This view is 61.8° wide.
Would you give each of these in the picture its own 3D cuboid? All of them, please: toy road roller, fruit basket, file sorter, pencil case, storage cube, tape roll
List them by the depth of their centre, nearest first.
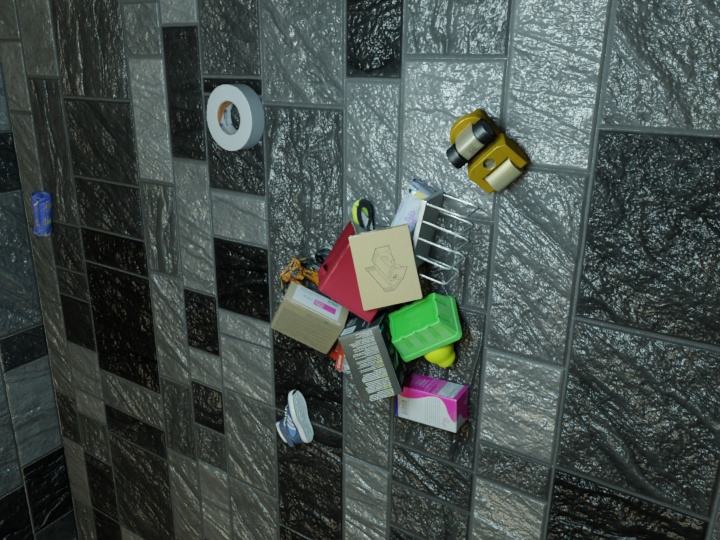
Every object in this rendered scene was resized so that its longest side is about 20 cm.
[{"bbox_3d":[0.307,-0.307,1.487,0.198,0.148,0.122,33,129,-24],"label":"toy road roller"},{"bbox_3d":[0.217,-0.084,1.589,0.122,0.138,0.205,23,116,22],"label":"file sorter"},{"bbox_3d":[0.133,-0.145,1.653,0.082,0.090,0.204,34,121,20],"label":"pencil case"},{"bbox_3d":[0.000,0.000,1.669,0.197,0.171,0.182,32,102,-13],"label":"storage cube"},{"bbox_3d":[0.200,0.179,1.699,0.214,0.212,0.159,-36,46,35],"label":"fruit basket"},{"bbox_3d":[-0.399,-0.488,1.915,0.196,0.066,0.206,11,111,30],"label":"tape roll"},{"bbox_3d":[-1.405,-0.248,2.650,0.076,0.087,0.205,10,115,-5],"label":"pencil case"}]

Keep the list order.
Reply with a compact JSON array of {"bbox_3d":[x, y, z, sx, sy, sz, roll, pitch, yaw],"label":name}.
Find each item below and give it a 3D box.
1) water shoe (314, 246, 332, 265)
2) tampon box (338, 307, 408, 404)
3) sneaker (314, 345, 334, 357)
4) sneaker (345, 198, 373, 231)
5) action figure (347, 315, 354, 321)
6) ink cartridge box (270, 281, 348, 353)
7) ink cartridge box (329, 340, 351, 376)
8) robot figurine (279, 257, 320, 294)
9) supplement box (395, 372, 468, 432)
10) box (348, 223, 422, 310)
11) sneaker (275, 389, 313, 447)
[{"bbox_3d":[-0.059,0.005,1.834,0.198,0.078,0.073,34,121,20],"label":"water shoe"},{"bbox_3d":[0.040,0.238,1.686,0.123,0.150,0.205,-17,100,16],"label":"tampon box"},{"bbox_3d":[-0.131,0.170,1.940,0.116,0.074,0.206,-127,30,-61],"label":"sneaker"},{"bbox_3d":[-0.003,-0.114,1.776,0.080,0.073,0.206,18,118,50],"label":"sneaker"},{"bbox_3d":[-0.026,0.173,1.858,0.197,0.098,0.067,28,117,26],"label":"action figure"},{"bbox_3d":[-0.152,0.143,1.787,0.196,0.076,0.166,27,136,-7],"label":"ink cartridge box"},{"bbox_3d":[-0.035,0.271,1.919,0.196,0.050,0.112,22,115,25],"label":"ink cartridge box"},{"bbox_3d":[-0.172,0.031,1.878,0.198,0.058,0.146,31,76,35],"label":"robot figurine"},{"bbox_3d":[0.209,0.383,1.760,0.196,0.103,0.104,9,109,32],"label":"supplement box"},{"bbox_3d":[0.066,-0.008,1.564,0.159,0.021,0.206,-11,106,5],"label":"box"},{"bbox_3d":[-0.256,0.522,2.127,0.143,0.080,0.205,-10,105,31],"label":"sneaker"}]
